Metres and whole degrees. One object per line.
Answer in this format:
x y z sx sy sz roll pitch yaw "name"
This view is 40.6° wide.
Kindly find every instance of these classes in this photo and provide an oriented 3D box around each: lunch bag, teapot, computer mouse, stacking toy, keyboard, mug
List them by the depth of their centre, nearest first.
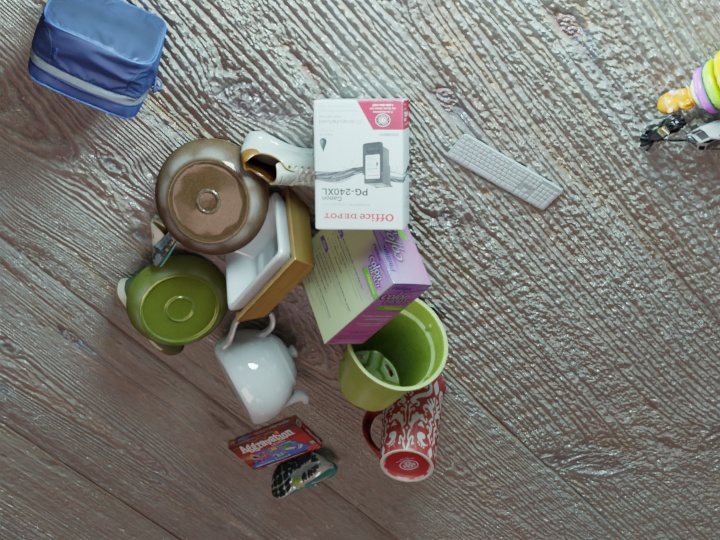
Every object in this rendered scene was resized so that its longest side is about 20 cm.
0.519 -0.269 1.405 0.198 0.117 0.110 -22 125 41 "stacking toy"
-0.389 -0.323 1.465 0.197 0.137 0.133 23 133 -15 "lunch bag"
0.532 -0.210 1.475 0.196 0.045 0.110 2 169 -3 "computer mouse"
0.237 -0.161 1.603 0.198 0.011 0.056 27 131 -16 "keyboard"
-0.191 0.188 1.911 0.145 0.199 0.200 -30 169 -11 "teapot"
0.091 0.319 1.947 0.132 0.202 0.178 24 132 -14 "mug"

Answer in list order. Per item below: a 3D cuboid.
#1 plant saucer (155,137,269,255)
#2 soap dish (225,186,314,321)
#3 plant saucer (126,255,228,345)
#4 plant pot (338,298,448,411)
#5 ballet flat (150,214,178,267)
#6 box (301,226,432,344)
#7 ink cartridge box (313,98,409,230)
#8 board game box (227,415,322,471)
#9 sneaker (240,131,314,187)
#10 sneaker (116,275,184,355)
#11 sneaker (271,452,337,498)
-0.254 -0.120 1.644 0.196 0.037 0.204 1 107 3 "plant saucer"
-0.159 -0.023 1.706 0.080 0.159 0.200 18 136 -32 "soap dish"
-0.342 0.066 1.842 0.196 0.031 0.203 -9 124 -13 "plant saucer"
0.043 0.171 1.842 0.197 0.203 0.185 18 145 -8 "plant pot"
-0.333 -0.089 1.727 0.074 0.075 0.200 31 121 -20 "ballet flat"
0.000 0.000 1.665 0.096 0.178 0.200 2 146 -43 "box"
0.003 -0.165 1.524 0.142 0.083 0.204 1 101 7 "ink cartridge box"
-0.193 0.391 2.188 0.198 0.020 0.103 -25 124 29 "board game box"
-0.105 -0.160 1.610 0.197 0.085 0.073 15 132 -7 "sneaker"
-0.386 0.086 1.896 0.089 0.068 0.201 -14 127 28 "sneaker"
-0.133 0.476 2.222 0.079 0.079 0.199 22 143 -38 "sneaker"
